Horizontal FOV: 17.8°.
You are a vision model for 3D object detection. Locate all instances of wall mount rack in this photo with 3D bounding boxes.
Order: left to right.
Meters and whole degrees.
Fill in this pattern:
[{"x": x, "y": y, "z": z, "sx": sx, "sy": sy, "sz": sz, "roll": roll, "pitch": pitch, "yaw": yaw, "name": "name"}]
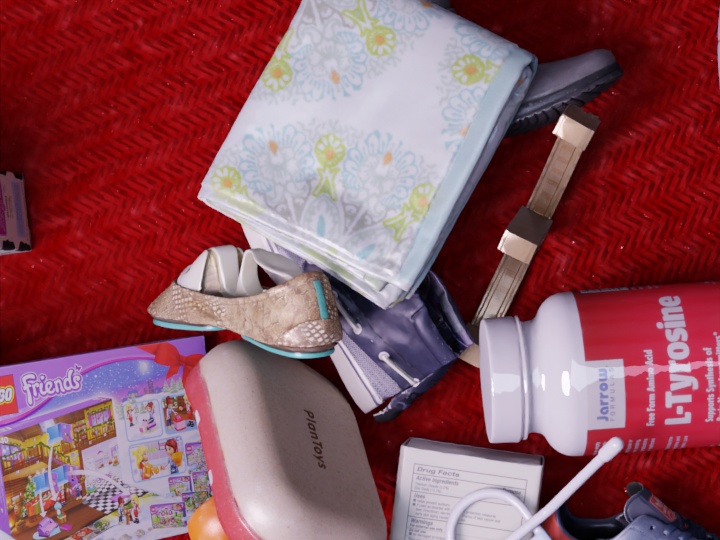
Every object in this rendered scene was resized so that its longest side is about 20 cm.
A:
[{"x": 0.145, "y": 0.213, "z": 1.525, "sx": 0.173, "sy": 0.075, "sz": 0.200, "roll": -39, "pitch": 78, "yaw": 6, "name": "wall mount rack"}]

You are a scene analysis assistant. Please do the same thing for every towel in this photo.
[{"x": 0.004, "y": -0.095, "z": 1.571, "sx": 0.170, "sy": 0.048, "sz": 0.201, "roll": 28, "pitch": 84, "yaw": 16, "name": "towel"}]

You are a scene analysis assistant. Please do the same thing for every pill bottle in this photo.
[{"x": 0.183, "y": 0.068, "z": 1.571, "sx": 0.198, "sy": 0.112, "sz": 0.113, "roll": -4, "pitch": 90, "yaw": -2, "name": "pill bottle"}]

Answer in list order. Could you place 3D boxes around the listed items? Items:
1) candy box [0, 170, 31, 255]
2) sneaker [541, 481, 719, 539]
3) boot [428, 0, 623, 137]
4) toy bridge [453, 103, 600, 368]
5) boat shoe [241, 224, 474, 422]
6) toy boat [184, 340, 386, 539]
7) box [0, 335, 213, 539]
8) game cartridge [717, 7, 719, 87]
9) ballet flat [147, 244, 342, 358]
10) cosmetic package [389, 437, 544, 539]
[{"x": -0.320, "y": -0.035, "z": 1.598, "sx": 0.135, "sy": 0.200, "sz": 0.062, "roll": -7, "pitch": 89, "yaw": 8, "name": "candy box"}, {"x": 0.218, "y": 0.192, "z": 1.597, "sx": 0.198, "sy": 0.075, "sz": 0.085, "roll": 1, "pitch": 100, "yaw": 7, "name": "sneaker"}, {"x": 0.075, "y": -0.155, "z": 1.620, "sx": 0.198, "sy": 0.070, "sz": 0.133, "roll": -19, "pitch": 83, "yaw": 2, "name": "boot"}, {"x": 0.116, "y": -0.025, "z": 1.611, "sx": 0.027, "sy": 0.067, "sz": 0.201, "roll": 26, "pitch": 113, "yaw": 5, "name": "toy bridge"}, {"x": 0.000, "y": 0.000, "z": 1.611, "sx": 0.092, "sy": 0.075, "sz": 0.201, "roll": -33, "pitch": 93, "yaw": 34, "name": "boat shoe"}, {"x": -0.071, "y": 0.149, "z": 1.589, "sx": 0.131, "sy": 0.130, "sz": 0.201, "roll": -45, "pitch": 41, "yaw": 27, "name": "toy boat"}, {"x": -0.186, "y": 0.125, "z": 1.599, "sx": 0.039, "sy": 0.199, "sz": 0.138, "roll": -8, "pitch": 90, "yaw": 48, "name": "box"}, {"x": 0.321, "y": -0.203, "z": 1.604, "sx": 0.132, "sy": 0.042, "sz": 0.202, "roll": 15, "pitch": 92, "yaw": 11, "name": "game cartridge"}, {"x": -0.080, "y": 0.015, "z": 1.593, "sx": 0.199, "sy": 0.070, "sz": 0.066, "roll": 8, "pitch": 102, "yaw": 48, "name": "ballet flat"}, {"x": 0.067, "y": 0.225, "z": 1.619, "sx": 0.103, "sy": 0.073, "sz": 0.202, "roll": 9, "pitch": 91, "yaw": 6, "name": "cosmetic package"}]
